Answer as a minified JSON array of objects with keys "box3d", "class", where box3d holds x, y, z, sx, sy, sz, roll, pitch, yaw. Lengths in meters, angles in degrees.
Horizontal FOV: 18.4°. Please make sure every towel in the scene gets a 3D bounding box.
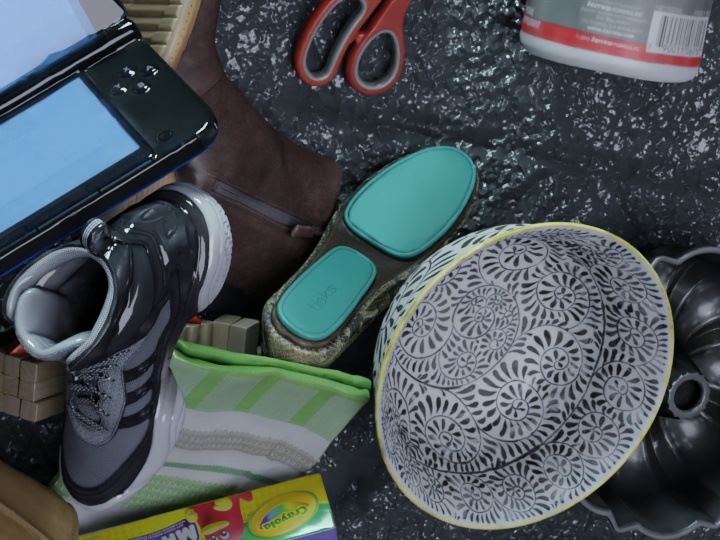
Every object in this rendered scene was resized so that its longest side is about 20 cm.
[{"box3d":[-0.101,0.121,1.323,0.149,0.031,0.200,11,134,-35],"class":"towel"}]

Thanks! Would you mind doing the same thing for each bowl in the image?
[{"box3d":[0.081,0.047,1.350,0.200,0.094,0.201,-11,118,-22],"class":"bowl"}]

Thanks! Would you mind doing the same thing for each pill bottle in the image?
[{"box3d":[0.170,-0.223,1.360,0.114,0.114,0.201,5,102,-25],"class":"pill bottle"}]

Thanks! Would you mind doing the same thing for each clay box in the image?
[{"box3d":[-0.109,0.195,1.352,0.199,0.048,0.115,-15,141,-5],"class":"clay box"}]

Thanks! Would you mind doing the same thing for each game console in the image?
[{"box3d":[-0.206,-0.098,1.177,0.200,0.171,0.119,-33,132,-11],"class":"game console"}]

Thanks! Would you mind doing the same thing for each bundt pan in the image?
[{"box3d":[0.201,0.072,1.480,0.201,0.076,0.203,-6,108,-21],"class":"bundt pan"}]

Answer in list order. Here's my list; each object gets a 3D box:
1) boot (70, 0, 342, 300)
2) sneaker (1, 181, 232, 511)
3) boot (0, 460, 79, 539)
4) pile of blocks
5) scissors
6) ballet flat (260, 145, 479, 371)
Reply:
[{"box3d":[-0.080,-0.085,1.332,0.166,0.072,0.201,14,97,-39],"class":"boot"},{"box3d":[-0.145,0.048,1.187,0.114,0.075,0.201,-14,131,-54],"class":"sneaker"},{"box3d":[-0.241,0.134,1.193,0.066,0.175,0.200,-31,122,27],"class":"boot"},{"box3d":[-0.143,0.042,1.323,0.200,0.082,0.062,-3,106,-38],"class":"pile of blocks"},{"box3d":[0.029,-0.192,1.341,0.073,0.014,0.200,21,110,-28],"class":"scissors"},{"box3d":[0.000,0.000,1.367,0.068,0.075,0.200,35,53,10],"class":"ballet flat"}]
